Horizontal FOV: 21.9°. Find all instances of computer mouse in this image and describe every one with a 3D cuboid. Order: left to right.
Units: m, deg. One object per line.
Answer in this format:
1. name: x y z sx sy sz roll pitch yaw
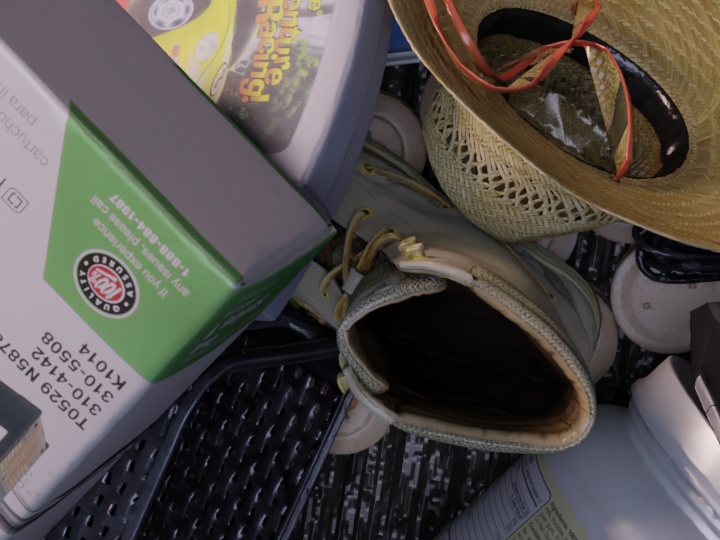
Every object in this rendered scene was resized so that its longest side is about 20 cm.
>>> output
1. computer mouse: 0.184 0.046 0.691 0.140 0.200 0.046 7 116 -13

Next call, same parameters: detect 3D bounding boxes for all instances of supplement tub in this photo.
1. supplement tub: 0.094 0.146 0.744 0.145 0.145 0.200 45 103 -2

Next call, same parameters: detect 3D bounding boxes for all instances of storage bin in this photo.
1. storage bin: -0.098 0.098 0.753 0.094 0.135 0.200 31 105 23

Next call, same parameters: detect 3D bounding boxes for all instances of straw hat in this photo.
1. straw hat: 0.073 -0.055 0.708 0.201 0.201 0.085 38 128 0

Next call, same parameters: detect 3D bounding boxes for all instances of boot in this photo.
1. boot: 0.000 0.000 0.708 0.200 0.155 0.072 26 102 1

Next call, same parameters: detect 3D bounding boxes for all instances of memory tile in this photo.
1. memory tile: 0.043 -0.013 0.788 0.200 0.017 0.153 -18 98 10

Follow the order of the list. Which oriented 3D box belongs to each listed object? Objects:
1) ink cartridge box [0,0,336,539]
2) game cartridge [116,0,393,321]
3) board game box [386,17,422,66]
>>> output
1. ink cartridge box: -0.131 0.009 0.619 0.146 0.084 0.200 45 116 3
2. game cartridge: -0.057 -0.082 0.686 0.133 0.041 0.200 6 70 16
3. board game box: -0.035 -0.179 0.755 0.126 0.035 0.200 -4 100 13
